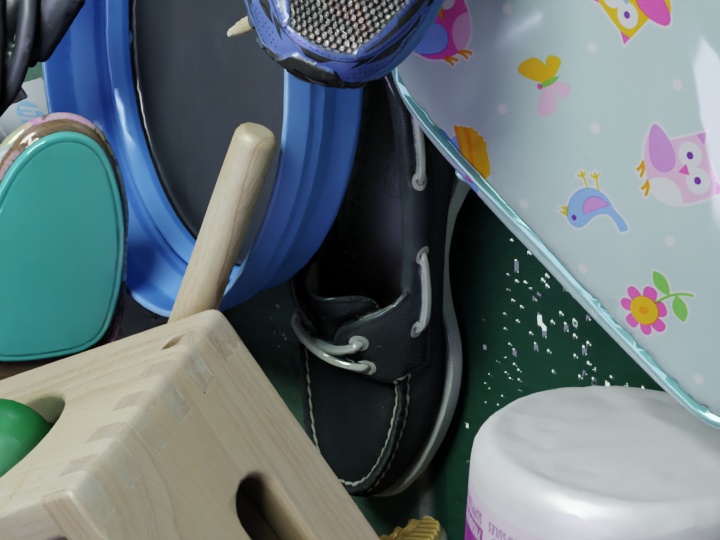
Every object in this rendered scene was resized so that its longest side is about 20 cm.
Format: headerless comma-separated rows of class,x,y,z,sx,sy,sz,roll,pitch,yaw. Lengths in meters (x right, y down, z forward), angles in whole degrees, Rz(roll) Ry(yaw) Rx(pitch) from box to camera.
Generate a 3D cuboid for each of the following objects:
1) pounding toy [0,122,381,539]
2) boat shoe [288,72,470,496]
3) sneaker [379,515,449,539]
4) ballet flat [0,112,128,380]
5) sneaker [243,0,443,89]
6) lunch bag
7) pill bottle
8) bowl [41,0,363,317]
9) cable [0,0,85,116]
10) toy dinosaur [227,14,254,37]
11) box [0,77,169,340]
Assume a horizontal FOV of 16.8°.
pounding toy,-0.075,0.088,0.854,0.183,0.142,0.201,-18,114,40
boat shoe,0.000,0.000,0.916,0.075,0.060,0.202,18,115,32
sneaker,-0.021,0.180,0.979,0.200,0.075,0.090,-34,91,36
ballet flat,-0.126,0.030,0.950,0.071,0.069,0.202,-130,38,-65
sneaker,0.015,-0.152,0.757,0.075,0.078,0.201,19,78,-4
lunch bag,0.110,-0.057,0.802,0.200,0.077,0.161,49,129,15
pill bottle,0.087,0.152,0.865,0.112,0.112,0.202,16,113,33
bowl,-0.061,-0.084,0.909,0.200,0.039,0.203,18,112,57
cable,-0.176,-0.114,0.989,0.200,0.051,0.164,45,120,45
toy dinosaur,0.003,-0.162,0.827,0.058,0.100,0.202,141,137,-75
box,-0.163,0.036,1.044,0.200,0.041,0.157,-39,80,40
